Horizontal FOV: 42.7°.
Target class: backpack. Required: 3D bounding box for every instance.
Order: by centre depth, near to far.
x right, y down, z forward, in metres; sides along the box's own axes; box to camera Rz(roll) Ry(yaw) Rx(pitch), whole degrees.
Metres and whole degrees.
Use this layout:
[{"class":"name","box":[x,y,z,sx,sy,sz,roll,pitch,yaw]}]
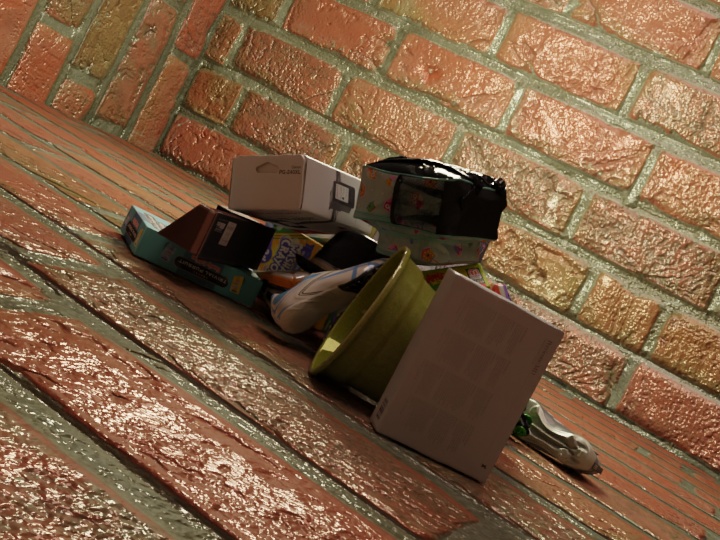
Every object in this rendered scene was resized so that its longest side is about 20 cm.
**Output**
[{"class":"backpack","box":[0.090,-0.088,1.339,0.198,0.156,0.175,23,17,33]}]

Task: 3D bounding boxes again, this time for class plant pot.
[{"class":"plant pot","box":[0.066,0.105,1.172,0.183,0.201,0.200,38,2,-5]}]

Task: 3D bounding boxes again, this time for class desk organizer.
[{"class":"desk organizer","box":[-0.208,-0.057,1.361,0.076,0.073,0.200,28,5,18]}]

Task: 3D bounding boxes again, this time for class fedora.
[{"class":"fedora","box":[0.000,0.000,1.418,0.199,0.092,0.201,33,-6,4]}]

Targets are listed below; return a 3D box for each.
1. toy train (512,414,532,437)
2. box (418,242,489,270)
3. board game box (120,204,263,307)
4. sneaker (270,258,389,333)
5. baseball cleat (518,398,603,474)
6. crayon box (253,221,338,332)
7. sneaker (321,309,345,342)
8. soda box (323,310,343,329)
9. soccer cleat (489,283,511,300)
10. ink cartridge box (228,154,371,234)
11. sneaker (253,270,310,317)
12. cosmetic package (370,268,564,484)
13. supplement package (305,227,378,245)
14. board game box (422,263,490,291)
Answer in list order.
[{"class":"toy train","box":[0.222,0.191,1.504,0.056,0.042,0.202,-8,-63,40]},{"class":"box","box":[0.128,-0.007,1.552,0.114,0.202,0.132,32,-33,-7]},{"class":"board game box","box":[-0.261,-0.022,1.415,0.198,0.047,0.151,27,4,-26]},{"class":"sneaker","box":[-0.034,0.023,1.288,0.073,0.197,0.073,53,-23,41]},{"class":"baseball cleat","box":[0.324,0.288,1.561,0.106,0.070,0.200,44,-3,-41]},{"class":"crayon box","box":[-0.096,0.012,1.551,0.198,0.127,0.052,29,-1,16]},{"class":"sneaker","box":[0.033,0.124,1.377,0.199,0.080,0.074,31,3,25]},{"class":"soda box","box":[0.029,0.112,1.555,0.198,0.069,0.064,30,-4,24]},{"class":"soccer cleat","box":[0.189,0.066,1.469,0.067,0.075,0.200,-2,-5,-17]},{"class":"ink cartridge box","box":[-0.089,-0.113,1.424,0.143,0.085,0.199,3,-7,33]},{"class":"sneaker","box":[-0.124,0.038,1.432,0.077,0.079,0.200,-3,3,-12]},{"class":"cosmetic package","box":[0.122,0.122,1.065,0.149,0.202,0.052,28,4,-12]},{"class":"supplement package","box":[-0.011,-0.044,1.656,0.200,0.112,0.155,44,-21,-31]},{"class":"board game box","box":[0.123,0.078,1.397,0.100,0.202,0.048,-7,50,-15]}]
